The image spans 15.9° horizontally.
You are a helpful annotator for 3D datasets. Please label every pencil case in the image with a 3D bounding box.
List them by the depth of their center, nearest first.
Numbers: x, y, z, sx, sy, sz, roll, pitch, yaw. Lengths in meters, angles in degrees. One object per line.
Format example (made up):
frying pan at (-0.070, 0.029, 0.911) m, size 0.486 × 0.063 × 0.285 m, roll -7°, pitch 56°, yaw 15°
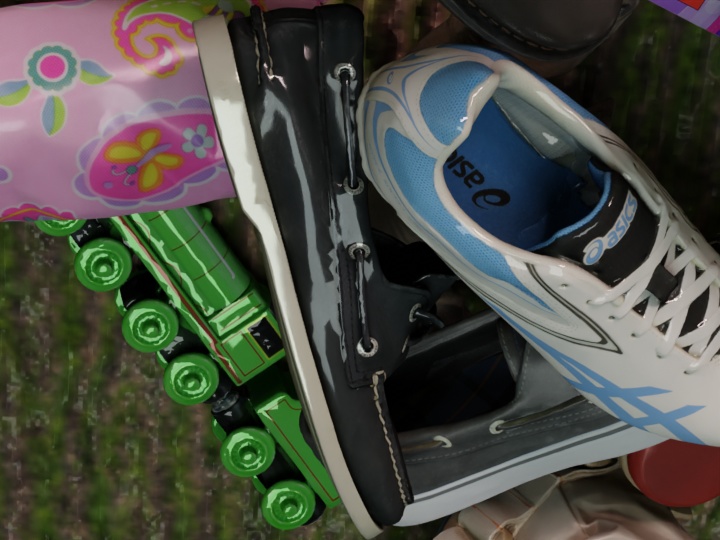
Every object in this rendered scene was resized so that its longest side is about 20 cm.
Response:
pencil case at (-0.101, -0.060, 0.919) m, size 0.200 × 0.087 × 0.087 m, roll -8°, pitch 123°, yaw -8°

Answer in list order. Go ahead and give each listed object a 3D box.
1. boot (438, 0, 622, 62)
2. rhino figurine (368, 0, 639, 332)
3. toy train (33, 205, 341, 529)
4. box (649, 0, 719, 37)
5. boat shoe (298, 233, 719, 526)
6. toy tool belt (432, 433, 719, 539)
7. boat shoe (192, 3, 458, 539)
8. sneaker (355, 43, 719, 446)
boot at (0.073, -0.121, 0.709) m, size 0.069 × 0.174 × 0.200 m, roll -40°, pitch 128°, yaw -18°
rhino figurine at (0.047, -0.047, 0.941) m, size 0.087 × 0.060 × 0.200 m, roll 13°, pitch 132°, yaw -8°
toy train at (-0.060, 0.021, 1.010) m, size 0.056 × 0.042 × 0.200 m, roll -33°, pitch 115°, yaw 4°
box at (0.196, -0.156, 0.895) m, size 0.137 × 0.039 × 0.200 m, roll 25°, pitch 119°, yaw -14°
boat shoe at (0.069, 0.035, 0.935) m, size 0.200 × 0.069 × 0.057 m, roll -28°, pitch 135°, yaw 21°
toy tool belt at (0.079, 0.103, 1.021) m, size 0.125 × 0.123 × 0.200 m, roll 13°, pitch 117°, yaw -21°
boat shoe at (0.000, -0.001, 0.881) m, size 0.066 × 0.075 × 0.199 m, roll -17°, pitch 109°, yaw -1°
sneaker at (0.082, -0.001, 0.841) m, size 0.200 × 0.072 × 0.072 m, roll 37°, pitch 83°, yaw -24°
